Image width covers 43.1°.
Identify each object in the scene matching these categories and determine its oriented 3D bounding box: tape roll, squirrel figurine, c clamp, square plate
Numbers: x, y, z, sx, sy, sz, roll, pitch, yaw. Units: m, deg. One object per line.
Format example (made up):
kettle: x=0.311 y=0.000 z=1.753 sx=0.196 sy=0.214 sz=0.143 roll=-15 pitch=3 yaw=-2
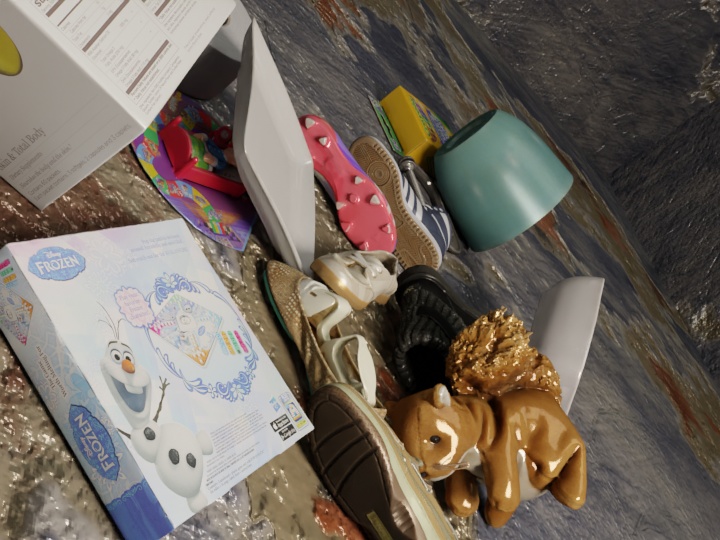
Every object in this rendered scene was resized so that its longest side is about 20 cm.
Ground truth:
tape roll: x=-0.200 y=-0.286 z=0.983 sx=0.200 sy=0.066 sz=0.201 roll=45 pitch=23 yaw=-25
squirrel figurine: x=0.117 y=0.143 z=0.913 sx=0.185 sy=0.141 sz=0.203 roll=22 pitch=66 yaw=-23
c clamp: x=0.101 y=-0.106 z=1.392 sx=0.170 sy=0.027 sz=0.201 roll=38 pitch=26 yaw=-38
square plate: x=-0.086 y=-0.112 z=0.907 sx=0.199 sy=0.028 sz=0.202 roll=67 pitch=15 yaw=-46

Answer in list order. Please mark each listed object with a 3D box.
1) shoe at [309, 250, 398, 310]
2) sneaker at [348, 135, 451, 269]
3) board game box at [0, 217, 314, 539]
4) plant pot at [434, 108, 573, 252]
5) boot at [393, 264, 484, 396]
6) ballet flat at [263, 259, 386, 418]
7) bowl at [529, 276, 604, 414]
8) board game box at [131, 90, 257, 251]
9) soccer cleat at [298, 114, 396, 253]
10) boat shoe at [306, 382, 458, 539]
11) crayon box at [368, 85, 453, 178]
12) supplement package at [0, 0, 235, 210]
shoe: x=0.000 y=0.000 z=0.948 sx=0.070 sy=0.054 sz=0.200 roll=40 pitch=7 yaw=12
sneaker: x=0.056 y=-0.092 z=1.222 sx=0.202 sy=0.070 sz=0.108 roll=61 pitch=26 yaw=-4
board game box: x=-0.139 y=0.064 z=0.637 sx=0.200 sy=0.043 sz=0.200 roll=58 pitch=22 yaw=6
plant pot: x=0.212 y=-0.156 z=1.450 sx=0.162 sy=0.199 sz=0.201 roll=52 pitch=22 yaw=-12
boot: x=0.111 y=0.105 z=1.046 sx=0.211 sy=0.079 sz=0.159 roll=40 pitch=23 yaw=-22
ballet flat: x=-0.028 y=0.064 z=0.836 sx=0.070 sy=0.065 sz=0.202 roll=15 pitch=45 yaw=-58
bowl: x=0.244 y=0.120 z=1.165 sx=0.074 sy=0.201 sz=0.201 roll=15 pitch=44 yaw=11
board game box: x=-0.143 y=-0.115 z=0.886 sx=0.158 sy=0.039 sz=0.201 roll=47 pitch=23 yaw=-19
soccer cleat: x=-0.015 y=-0.105 z=1.111 sx=0.201 sy=0.066 sz=0.076 roll=54 pitch=17 yaw=4
boat shoe: x=0.023 y=0.177 z=0.769 sx=0.076 sy=0.071 sz=0.202 roll=-36 pitch=102 yaw=-55
crayon box: x=0.105 y=-0.228 z=1.546 sx=0.199 sy=0.051 sz=0.127 roll=23 pitch=38 yaw=-52
supplement package: x=-0.224 y=-0.181 z=0.616 sx=0.200 sy=0.151 sz=0.152 roll=44 pitch=46 yaw=-24
